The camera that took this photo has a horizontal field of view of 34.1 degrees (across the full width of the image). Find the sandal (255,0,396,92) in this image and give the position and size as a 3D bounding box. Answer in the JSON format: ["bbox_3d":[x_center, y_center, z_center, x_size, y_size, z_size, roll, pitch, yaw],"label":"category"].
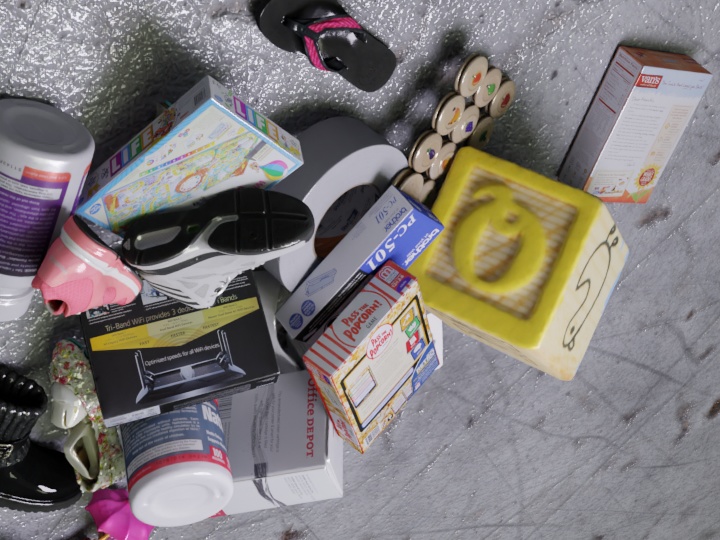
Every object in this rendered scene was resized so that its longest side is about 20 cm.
[{"bbox_3d":[-0.026,-0.242,1.243,0.199,0.045,0.075,23,112,-43],"label":"sandal"}]

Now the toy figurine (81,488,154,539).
[{"bbox_3d":[-0.348,0.364,1.509,0.183,0.151,0.201,-35,160,-15],"label":"toy figurine"}]

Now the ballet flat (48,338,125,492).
[{"bbox_3d":[-0.316,0.174,1.333,0.064,0.075,0.202,-45,134,-41],"label":"ballet flat"}]

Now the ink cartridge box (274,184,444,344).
[{"bbox_3d":[0.000,0.000,1.330,0.200,0.044,0.094,-48,153,11],"label":"ink cartridge box"}]

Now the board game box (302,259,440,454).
[{"bbox_3d":[0.018,0.104,1.351,0.152,0.046,0.201,-47,150,-19],"label":"board game box"}]

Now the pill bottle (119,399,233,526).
[{"bbox_3d":[-0.219,0.178,1.349,0.118,0.202,0.120,-11,143,-8],"label":"pill bottle"}]

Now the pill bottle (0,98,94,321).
[{"bbox_3d":[-0.340,-0.055,1.147,0.110,0.112,0.202,5,123,-36],"label":"pill bottle"}]

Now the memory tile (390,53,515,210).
[{"bbox_3d":[0.110,-0.150,1.376,0.202,0.017,0.153,-59,154,7],"label":"memory tile"}]

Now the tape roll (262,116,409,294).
[{"bbox_3d":[-0.035,-0.071,1.331,0.199,0.066,0.202,-34,146,-26],"label":"tape roll"}]

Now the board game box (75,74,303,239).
[{"bbox_3d":[-0.175,-0.096,1.187,0.199,0.035,0.134,-34,137,24],"label":"board game box"}]

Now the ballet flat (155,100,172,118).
[{"bbox_3d":[-0.175,-0.096,1.251,0.064,0.067,0.200,-43,139,-6],"label":"ballet flat"}]

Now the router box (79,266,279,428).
[{"bbox_3d":[-0.203,0.069,1.292,0.197,0.160,0.052,-13,165,-12],"label":"router box"}]

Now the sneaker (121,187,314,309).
[{"bbox_3d":[-0.136,-0.019,1.220,0.197,0.077,0.116,-9,151,7],"label":"sneaker"}]

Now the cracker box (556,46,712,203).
[{"bbox_3d":[0.358,-0.187,1.537,0.132,0.058,0.202,0,127,-34],"label":"cracker box"}]

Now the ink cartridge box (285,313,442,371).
[{"bbox_3d":[0.008,0.106,1.549,0.198,0.068,0.117,-21,135,-17],"label":"ink cartridge box"}]

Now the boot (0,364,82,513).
[{"bbox_3d":[-0.388,0.195,1.353,0.209,0.080,0.159,14,117,-40],"label":"boot"}]

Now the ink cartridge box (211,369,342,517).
[{"bbox_3d":[-0.121,0.213,1.445,0.197,0.147,0.084,-10,139,11],"label":"ink cartridge box"}]

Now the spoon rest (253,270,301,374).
[{"bbox_3d":[-0.120,0.097,1.454,0.098,0.061,0.202,1,127,-2],"label":"spoon rest"}]

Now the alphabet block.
[{"bbox_3d":[0.189,-0.004,1.412,0.198,0.194,0.200,-66,154,-4],"label":"alphabet block"}]

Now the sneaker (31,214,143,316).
[{"bbox_3d":[-0.280,0.008,1.171,0.087,0.074,0.200,-47,170,-8],"label":"sneaker"}]
